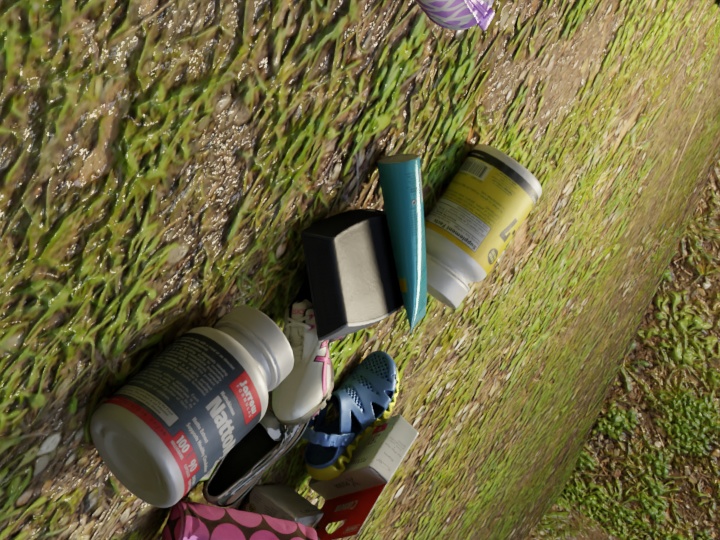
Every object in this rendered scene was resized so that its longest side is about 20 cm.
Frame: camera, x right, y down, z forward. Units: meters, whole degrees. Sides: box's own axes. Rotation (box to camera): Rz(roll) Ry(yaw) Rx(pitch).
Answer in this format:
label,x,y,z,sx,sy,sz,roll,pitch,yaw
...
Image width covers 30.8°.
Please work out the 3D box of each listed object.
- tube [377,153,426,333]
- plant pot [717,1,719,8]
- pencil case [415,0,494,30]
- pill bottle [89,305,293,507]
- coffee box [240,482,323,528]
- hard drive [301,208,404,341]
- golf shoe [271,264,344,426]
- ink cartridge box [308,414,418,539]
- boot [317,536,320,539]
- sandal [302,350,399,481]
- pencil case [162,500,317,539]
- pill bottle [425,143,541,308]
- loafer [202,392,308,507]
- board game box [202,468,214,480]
label,x,y,z,sx,sy,sz,roll,pitch,yaw
tube,0.057,-0.034,1.540,0.077,0.050,0.203,-37,122,-63
plant pot,0.827,-0.563,2.501,0.196,0.194,0.203,-14,125,-62
pencil case,0.079,-0.303,1.280,0.085,0.085,0.200,-58,161,1
pill bottle,-0.162,0.128,1.311,0.200,0.119,0.120,-43,156,-34
coffee box,-0.147,0.401,1.805,0.202,0.079,0.113,-60,161,4
hard drive,0.000,0.000,1.509,0.199,0.042,0.137,-21,103,-63
golf shoe,-0.067,0.081,1.483,0.093,0.072,0.202,59,35,-41
ink cartridge box,-0.019,0.298,1.844,0.174,0.043,0.200,-54,-168,-30
boot,-0.156,0.374,1.663,0.199,0.069,0.175,-41,129,-8
sandal,-0.017,0.192,1.814,0.201,0.079,0.087,-56,142,-20
pencil case,-0.150,0.339,1.581,0.094,0.198,0.092,-44,-143,40
pill bottle,0.146,-0.058,1.761,0.201,0.114,0.114,-55,160,-5
loafer,-0.119,0.201,1.576,0.201,0.071,0.063,-54,172,-3
board game box,-0.155,0.152,1.496,0.201,0.030,0.095,-58,161,7
